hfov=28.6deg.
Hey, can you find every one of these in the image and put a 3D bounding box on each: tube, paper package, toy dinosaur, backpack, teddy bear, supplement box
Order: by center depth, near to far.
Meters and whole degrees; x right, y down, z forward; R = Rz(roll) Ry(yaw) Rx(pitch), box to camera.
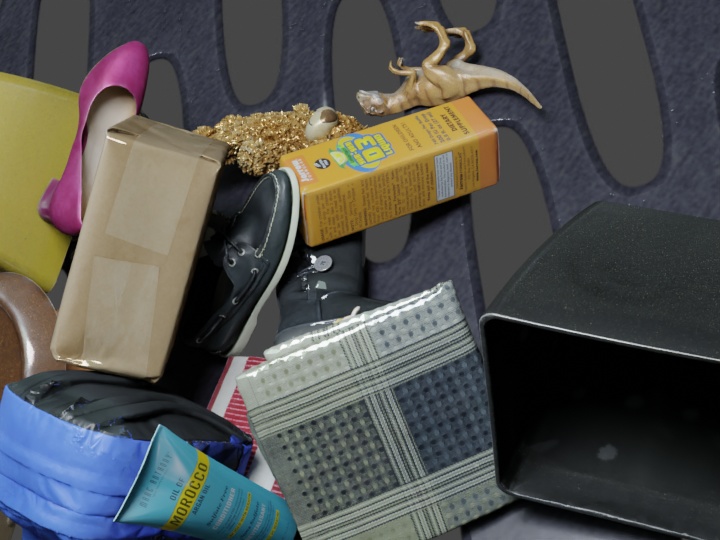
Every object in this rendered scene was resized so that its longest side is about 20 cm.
[{"bbox_3d":[-0.121,0.184,1.126,0.050,0.200,0.078,15,78,34],"label":"tube"},{"bbox_3d":[-0.210,0.175,1.179,0.161,0.199,0.170,14,88,33],"label":"backpack"},{"bbox_3d":[-0.194,-0.025,1.264,0.102,0.191,0.203,15,99,-6],"label":"paper package"},{"bbox_3d":[0.028,-0.093,1.307,0.198,0.069,0.067,-21,44,-13],"label":"supplement box"},{"bbox_3d":[-0.081,-0.133,1.400,0.144,0.068,0.199,-12,18,-40],"label":"teddy bear"},{"bbox_3d":[0.094,-0.193,1.404,0.198,0.060,0.108,-6,80,27],"label":"toy dinosaur"}]

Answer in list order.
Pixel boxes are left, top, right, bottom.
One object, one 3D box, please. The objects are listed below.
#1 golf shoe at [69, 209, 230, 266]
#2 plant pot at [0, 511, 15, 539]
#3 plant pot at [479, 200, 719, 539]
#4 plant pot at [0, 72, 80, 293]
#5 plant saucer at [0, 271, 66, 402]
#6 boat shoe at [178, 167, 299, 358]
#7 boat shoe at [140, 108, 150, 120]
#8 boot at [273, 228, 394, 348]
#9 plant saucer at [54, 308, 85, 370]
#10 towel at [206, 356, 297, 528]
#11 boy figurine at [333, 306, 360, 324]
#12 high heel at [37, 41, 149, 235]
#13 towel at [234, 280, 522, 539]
[{"bbox_3d":[-0.201,-0.013,1.407,0.198,0.077,0.089,-7,73,26],"label":"golf shoe"},{"bbox_3d":[-0.425,0.238,1.262,0.175,0.201,0.202,7,60,16],"label":"plant pot"},{"bbox_3d":[0.218,0.063,1.077,0.197,0.202,0.178,11,45,22],"label":"plant pot"},{"bbox_3d":[-0.397,-0.106,1.422,0.199,0.175,0.202,2,70,49],"label":"plant pot"},{"bbox_3d":[-0.358,0.100,1.340,0.198,0.034,0.203,-7,78,37],"label":"plant saucer"},{"bbox_3d":[-0.116,-0.007,1.285,0.201,0.065,0.075,-62,37,31],"label":"boat shoe"},{"bbox_3d":[-0.241,-0.115,1.439,0.072,0.066,0.200,-14,26,-6],"label":"boat shoe"},{"bbox_3d":[-0.001,0.000,1.306,0.162,0.066,0.201,-2,42,0],"label":"boot"},{"bbox_3d":[-0.306,0.123,1.377,0.198,0.032,0.202,-12,54,18],"label":"plant saucer"},{"bbox_3d":[-0.059,0.154,1.251,0.198,0.023,0.145,9,64,30],"label":"towel"},{"bbox_3d":[-0.001,0.095,1.191,0.197,0.064,0.126,-16,81,3],"label":"boy figurine"},{"bbox_3d":[-0.241,-0.127,1.347,0.095,0.067,0.202,15,72,54],"label":"high heel"},{"bbox_3d":[0.017,0.131,1.148,0.198,0.195,0.035,-22,8,3],"label":"towel"}]
